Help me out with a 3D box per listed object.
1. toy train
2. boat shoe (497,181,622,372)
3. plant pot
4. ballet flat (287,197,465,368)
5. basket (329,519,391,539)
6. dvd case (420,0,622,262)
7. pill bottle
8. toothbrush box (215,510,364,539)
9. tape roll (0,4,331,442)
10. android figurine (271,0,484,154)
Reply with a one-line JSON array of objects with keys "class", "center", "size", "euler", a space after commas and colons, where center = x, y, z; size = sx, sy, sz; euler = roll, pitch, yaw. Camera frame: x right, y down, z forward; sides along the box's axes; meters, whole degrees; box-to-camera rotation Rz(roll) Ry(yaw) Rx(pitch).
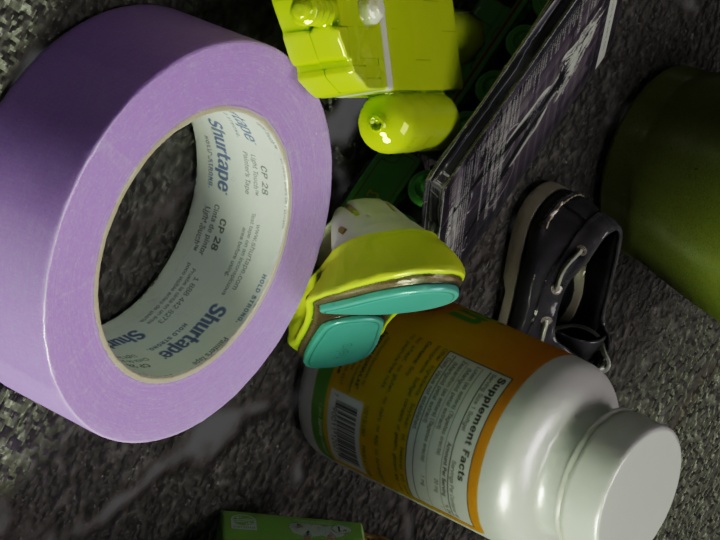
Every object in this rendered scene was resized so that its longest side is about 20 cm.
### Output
[{"class": "toy train", "center": [0.052, -0.086, 1.358], "size": [0.200, 0.056, 0.042], "euler": [-57, 161, -16]}, {"class": "boat shoe", "center": [0.123, 0.046, 1.533], "size": [0.073, 0.063, 0.201], "euler": [-25, 129, -46]}, {"class": "plant pot", "center": [0.263, -0.041, 1.559], "size": [0.200, 0.192, 0.201], "euler": [-31, 132, -42]}, {"class": "ballet flat", "center": [0.000, 0.000, 1.258], "size": [0.066, 0.200, 0.067], "euler": [-3, 78, -16]}, {"class": "basket", "center": [0.050, 0.253, 1.431], "size": [0.143, 0.199, 0.149], "euler": [-63, 149, -3]}, {"class": "dvd case", "center": [0.088, -0.088, 1.322], "size": [0.200, 0.016, 0.149], "euler": [-55, 167, -21]}, {"class": "pill bottle", "center": [0.073, 0.088, 1.362], "size": [0.111, 0.199, 0.112], "euler": [-32, 134, -41]}, {"class": "toothbrush box", "center": [-0.040, 0.238, 1.299], "size": [0.086, 0.200, 0.146], "euler": [6, 112, -9]}, {"class": "tape roll", "center": [-0.101, -0.022, 1.175], "size": [0.200, 0.065, 0.201], "euler": [-32, 133, -42]}, {"class": "android figurine", "center": [0.008, -0.148, 1.217], "size": [0.200, 0.041, 0.183], "euler": [-4, 88, -65]}]
